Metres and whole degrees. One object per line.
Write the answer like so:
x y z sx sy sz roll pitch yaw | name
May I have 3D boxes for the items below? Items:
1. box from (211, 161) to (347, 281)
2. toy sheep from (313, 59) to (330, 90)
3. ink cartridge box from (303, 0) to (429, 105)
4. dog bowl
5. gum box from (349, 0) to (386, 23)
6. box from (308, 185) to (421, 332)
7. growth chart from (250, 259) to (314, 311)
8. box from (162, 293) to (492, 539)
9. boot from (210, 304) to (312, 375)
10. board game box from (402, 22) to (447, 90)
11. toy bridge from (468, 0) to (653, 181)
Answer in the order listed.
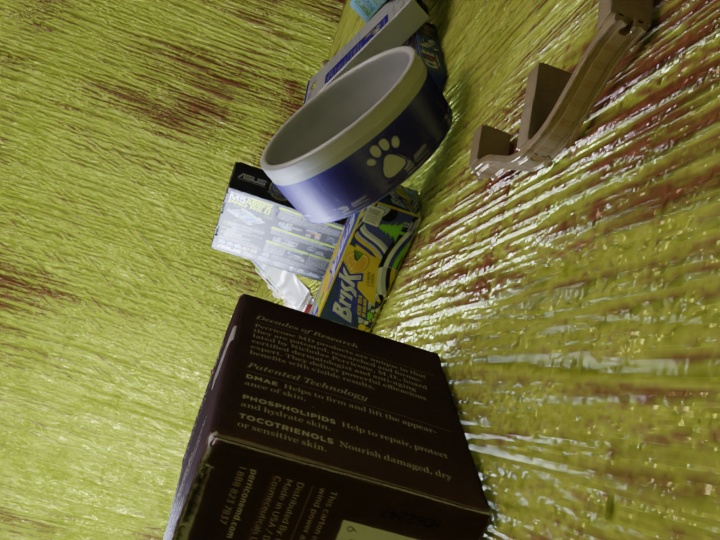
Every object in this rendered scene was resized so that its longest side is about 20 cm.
-0.091 -0.055 1.031 0.160 0.200 0.044 122 162 -57 | box
-0.018 -0.241 1.150 0.138 0.138 0.200 118 161 -44 | toy sheep
0.006 -0.292 1.021 0.200 0.039 0.099 -38 26 23 | ink cartridge box
-0.005 -0.144 0.808 0.200 0.079 0.200 -31 26 17 | dog bowl
0.071 -0.438 1.065 0.170 0.045 0.200 -45 10 -3 | gum box
0.000 0.000 0.847 0.070 0.064 0.200 -91 22 -59 | box
-0.135 0.007 1.267 0.018 0.200 0.145 -41 4 -26 | growth chart
-0.035 0.145 0.514 0.200 0.164 0.166 -102 31 -69 | box
-0.137 0.130 1.121 0.072 0.144 0.200 -158 87 -81 | boot
0.062 -0.228 0.979 0.200 0.035 0.136 -89 20 -57 | board game box
0.119 -0.102 0.500 0.200 0.027 0.067 130 154 -65 | toy bridge
